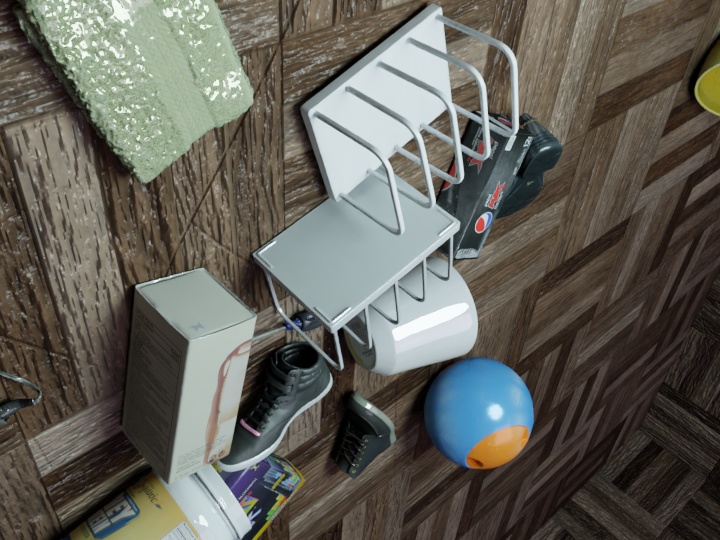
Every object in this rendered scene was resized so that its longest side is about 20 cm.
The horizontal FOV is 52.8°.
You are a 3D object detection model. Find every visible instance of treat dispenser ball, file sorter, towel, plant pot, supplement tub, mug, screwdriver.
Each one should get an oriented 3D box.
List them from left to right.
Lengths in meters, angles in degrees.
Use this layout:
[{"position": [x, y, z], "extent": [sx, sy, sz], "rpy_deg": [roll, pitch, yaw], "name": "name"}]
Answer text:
[{"position": [-0.169, -0.173, 0.582], "extent": [0.148, 0.036, 0.201], "rpy_deg": [-41, 146, -16], "name": "towel"}, {"position": [-0.245, 0.325, 0.864], "extent": [0.199, 0.144, 0.145], "rpy_deg": [-36, 144, -24], "name": "supplement tub"}, {"position": [-0.107, 0.072, 0.906], "extent": [0.199, 0.028, 0.029], "rpy_deg": [-11, 99, -46], "name": "screwdriver"}, {"position": [0.000, 0.000, 0.870], "extent": [0.200, 0.139, 0.125], "rpy_deg": [-38, 148, -22], "name": "file sorter"}, {"position": [0.060, 0.090, 1.033], "extent": [0.152, 0.149, 0.188], "rpy_deg": [-20, 130, -29], "name": "mug"}, {"position": [0.061, -0.159, 0.791], "extent": [0.200, 0.124, 0.139], "rpy_deg": [-41, 146, -17], "name": "file sorter"}, {"position": [0.216, 0.261, 1.333], "extent": [0.200, 0.200, 0.202], "rpy_deg": [-32, 143, -29], "name": "treat dispenser ball"}, {"position": [0.774, -0.413, 1.428], "extent": [0.200, 0.198, 0.143], "rpy_deg": [48, 54, -57], "name": "plant pot"}]

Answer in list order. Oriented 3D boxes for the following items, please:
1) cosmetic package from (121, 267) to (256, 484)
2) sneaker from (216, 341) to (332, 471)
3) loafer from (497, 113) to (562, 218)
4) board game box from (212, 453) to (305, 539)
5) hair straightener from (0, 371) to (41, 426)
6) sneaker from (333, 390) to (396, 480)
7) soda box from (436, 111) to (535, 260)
[{"position": [-0.186, 0.113, 0.774], "extent": [0.087, 0.103, 0.201], "rpy_deg": [-19, 137, -43], "name": "cosmetic package"}, {"position": [-0.119, 0.168, 0.948], "extent": [0.200, 0.070, 0.100], "rpy_deg": [-41, 145, -29], "name": "sneaker"}, {"position": [0.233, -0.149, 1.081], "extent": [0.072, 0.073, 0.200], "rpy_deg": [-14, 155, -22], "name": "loafer"}, {"position": [-0.190, 0.346, 1.037], "extent": [0.200, 0.057, 0.165], "rpy_deg": [-50, 149, -5], "name": "board game box"}, {"position": [-0.374, 0.143, 0.622], "extent": [0.199, 0.041, 0.077], "rpy_deg": [-27, 140, -34], "name": "hair straightener"}, {"position": [-0.002, 0.278, 1.188], "extent": [0.106, 0.075, 0.201], "rpy_deg": [-46, 148, -16], "name": "sneaker"}, {"position": [0.162, -0.116, 1.020], "extent": [0.063, 0.071, 0.201], "rpy_deg": [-6, 126, -45], "name": "soda box"}]
